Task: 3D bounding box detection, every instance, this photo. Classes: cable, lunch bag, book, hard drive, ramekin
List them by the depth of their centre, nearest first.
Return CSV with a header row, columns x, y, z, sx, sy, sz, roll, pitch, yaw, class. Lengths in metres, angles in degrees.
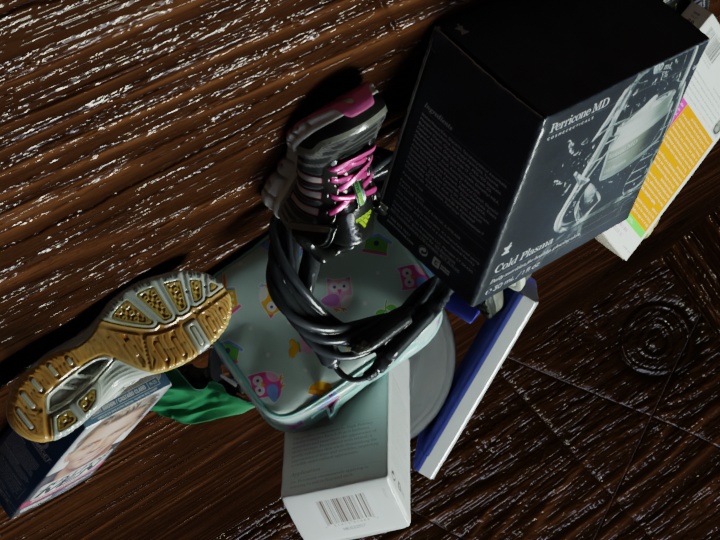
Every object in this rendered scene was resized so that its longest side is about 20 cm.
x,y,z,sx,sy,sz,roll,pitch,yaw,class
0.012,-0.019,1.436,0.200,0.163,0.051,-46,-164,-16,cable
-0.035,0.040,1.512,0.199,0.161,0.077,-34,170,-8,lunch bag
0.262,-0.123,1.553,0.200,0.048,0.134,-50,143,-1,book
0.114,0.100,1.723,0.201,0.025,0.132,-60,-179,11,hard drive
-0.010,0.086,1.746,0.200,0.201,0.105,-34,179,-7,ramekin

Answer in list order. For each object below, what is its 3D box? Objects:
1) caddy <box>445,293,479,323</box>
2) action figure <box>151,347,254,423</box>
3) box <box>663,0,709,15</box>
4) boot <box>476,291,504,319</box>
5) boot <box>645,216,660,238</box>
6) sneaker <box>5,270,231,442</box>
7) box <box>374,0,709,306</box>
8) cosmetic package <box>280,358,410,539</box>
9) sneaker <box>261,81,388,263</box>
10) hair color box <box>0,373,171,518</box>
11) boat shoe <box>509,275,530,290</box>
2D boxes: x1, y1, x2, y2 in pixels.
x,y,z,sx,sy,sz,roll,pitch,yaw,class
0.125,-0.045,1.808,0.200,0.105,0.142,-50,176,-30,caddy
-0.166,0.110,1.644,0.200,0.118,0.055,-17,-130,56,action figure
0.225,-0.156,1.560,0.193,0.047,0.201,-33,142,-25,box
0.145,-0.057,1.630,0.130,0.068,0.201,-23,123,-14,boot
0.264,-0.125,1.712,0.155,0.200,0.073,-35,133,-12,boot
-0.198,0.062,1.387,0.199,0.076,0.088,-30,-174,-15,sneaker
0.137,-0.110,1.348,0.199,0.124,0.197,-28,148,-36,box
-0.011,0.138,1.550,0.101,0.074,0.201,-12,-139,14,cosmetic package
-0.013,-0.066,1.290,0.074,0.088,0.200,-30,169,-27,sneaker
-0.255,0.139,1.542,0.100,0.061,0.200,-28,167,-40,hair color box
0.121,-0.070,1.539,0.060,0.072,0.202,-40,129,-22,boat shoe
